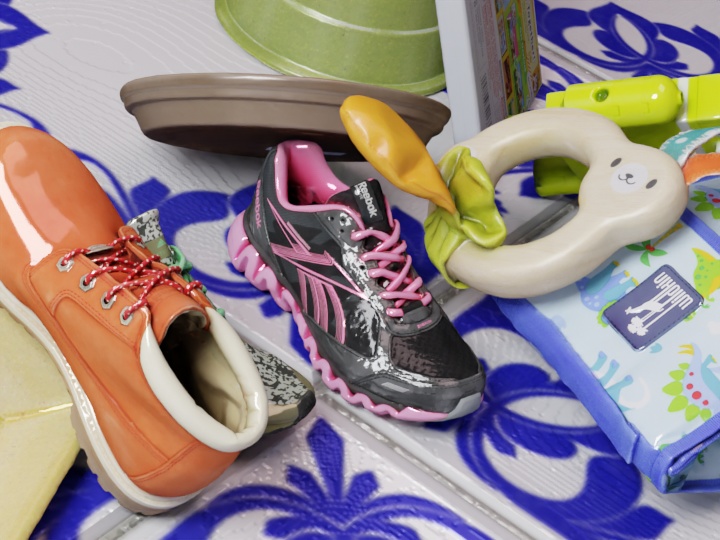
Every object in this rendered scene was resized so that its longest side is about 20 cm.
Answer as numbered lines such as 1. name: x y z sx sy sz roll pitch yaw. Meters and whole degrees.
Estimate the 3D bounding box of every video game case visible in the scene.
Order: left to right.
1. video game case: 0.089 -0.185 1.027 0.023 0.200 0.182 1 30 21

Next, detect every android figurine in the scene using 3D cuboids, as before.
1. android figurine: 0.198 -0.079 0.950 0.200 0.182 0.041 -1 69 26

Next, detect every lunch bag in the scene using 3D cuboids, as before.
1. lunch bag: 0.199 0.034 0.839 0.200 0.128 0.170 -16 43 -24

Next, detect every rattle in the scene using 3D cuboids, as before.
1. rattle: 0.114 -0.073 0.794 0.200 0.143 0.130 -8 34 28

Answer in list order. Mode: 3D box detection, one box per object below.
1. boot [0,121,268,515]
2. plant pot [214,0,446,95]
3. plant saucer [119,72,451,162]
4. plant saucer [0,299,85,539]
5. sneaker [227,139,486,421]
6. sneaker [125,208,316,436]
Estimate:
1. boot: -0.110 0.008 0.671 0.075 0.107 0.200 -29 87 -35
2. plant pot: 0.006 -0.261 1.094 0.200 0.190 0.200 11 35 -8
3. plant saucer: -0.045 -0.089 0.891 0.200 0.030 0.200 3 -2 0
4. plant saucer: -0.221 0.053 0.624 0.200 0.048 0.200 50 30 -18
5. sneaker: 0.000 0.000 0.818 0.079 0.095 0.200 -16 48 -41
6. sneaker: -0.109 0.016 0.753 0.200 0.089 0.077 28 36 14
